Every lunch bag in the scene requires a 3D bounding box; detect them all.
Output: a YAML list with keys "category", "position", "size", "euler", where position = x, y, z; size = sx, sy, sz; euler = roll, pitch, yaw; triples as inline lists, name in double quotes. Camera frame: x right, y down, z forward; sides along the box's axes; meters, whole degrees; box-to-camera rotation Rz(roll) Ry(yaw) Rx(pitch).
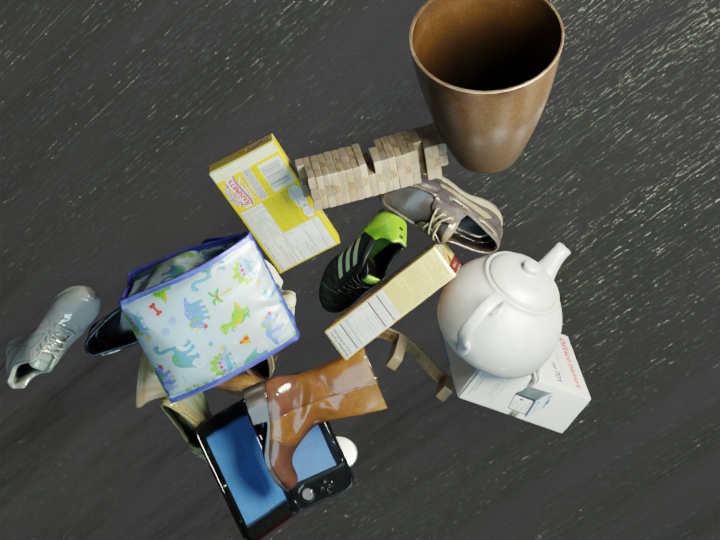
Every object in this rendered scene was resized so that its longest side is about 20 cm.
- category: "lunch bag"
  position: [-0.203, 0.055, 1.609]
  size: [0.198, 0.128, 0.172]
  euler: [-22, 113, 9]

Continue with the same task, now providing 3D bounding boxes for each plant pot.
- category: "plant pot"
  position: [0.157, -0.222, 1.476]
  size: [0.184, 0.189, 0.201]
  euler: [-9, 145, 0]

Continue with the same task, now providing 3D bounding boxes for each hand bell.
- category: "hand bell"
  position: [-0.229, 0.162, 1.755]
  size: [0.197, 0.105, 0.105]
  euler: [7, 129, -5]

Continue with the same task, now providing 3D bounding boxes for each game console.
- category: "game console"
  position: [-0.129, 0.287, 1.818]
  size: [0.171, 0.119, 0.202]
  euler: [-25, 92, 12]

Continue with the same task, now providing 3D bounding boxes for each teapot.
- category: "teapot"
  position: [0.210, 0.045, 1.674]
  size: [0.195, 0.202, 0.147]
  euler: [13, 131, -19]

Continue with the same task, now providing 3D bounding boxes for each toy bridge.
- category: "toy bridge"
  position: [0.056, 0.123, 1.798]
  size: [0.198, 0.067, 0.027]
  euler: [32, 122, -7]

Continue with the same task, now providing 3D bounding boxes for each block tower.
- category: "block tower"
  position: [0.016, -0.137, 1.572]
  size: [0.197, 0.058, 0.055]
  euler: [-15, 129, -3]

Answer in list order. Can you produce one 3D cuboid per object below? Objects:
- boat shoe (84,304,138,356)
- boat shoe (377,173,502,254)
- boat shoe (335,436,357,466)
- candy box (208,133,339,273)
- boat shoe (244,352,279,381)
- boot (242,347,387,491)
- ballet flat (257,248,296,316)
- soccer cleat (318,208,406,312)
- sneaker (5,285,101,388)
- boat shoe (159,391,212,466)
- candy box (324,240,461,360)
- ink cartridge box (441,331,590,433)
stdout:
- category: "boat shoe"
  position: [-0.313, 0.065, 1.693]
  size: [0.198, 0.062, 0.076]
  euler: [-24, 102, 16]
- category: "boat shoe"
  position: [0.118, -0.079, 1.638]
  size: [0.197, 0.074, 0.075]
  euler: [17, 126, -21]
- category: "boat shoe"
  position: [-0.105, 0.296, 1.927]
  size: [0.197, 0.073, 0.069]
  euler: [-2, 161, -5]
- category: "candy box"
  position: [-0.116, -0.089, 1.627]
  size: [0.101, 0.027, 0.201]
  euler: [-24, 129, 12]
- category: "boat shoe"
  position: [-0.176, 0.083, 1.739]
  size: [0.071, 0.060, 0.201]
  euler: [-18, 130, 8]
- category: "boot"
  position: [-0.058, 0.223, 1.761]
  size: [0.197, 0.069, 0.191]
  euler: [-17, 106, -4]
- category: "ballet flat"
  position: [-0.132, 0.036, 1.695]
  size: [0.071, 0.073, 0.201]
  euler: [-23, 128, 12]
- category: "soccer cleat"
  position: [0.000, 0.000, 1.680]
  size: [0.067, 0.082, 0.201]
  euler: [22, 126, -24]
- category: "sneaker"
  position: [-0.443, 0.102, 1.705]
  size: [0.070, 0.081, 0.200]
  euler: [35, 116, -29]
- category: "boat shoe"
  position: [-0.257, 0.253, 1.851]
  size: [0.072, 0.063, 0.202]
  euler: [5, 134, 27]
- category: "candy box"
  position: [0.048, 0.038, 1.678]
  size: [0.199, 0.115, 0.056]
  euler: [-39, 91, 12]
- category: "ink cartridge box"
  position: [0.234, 0.145, 1.793]
  size: [0.198, 0.147, 0.086]
  euler: [19, 123, -23]
